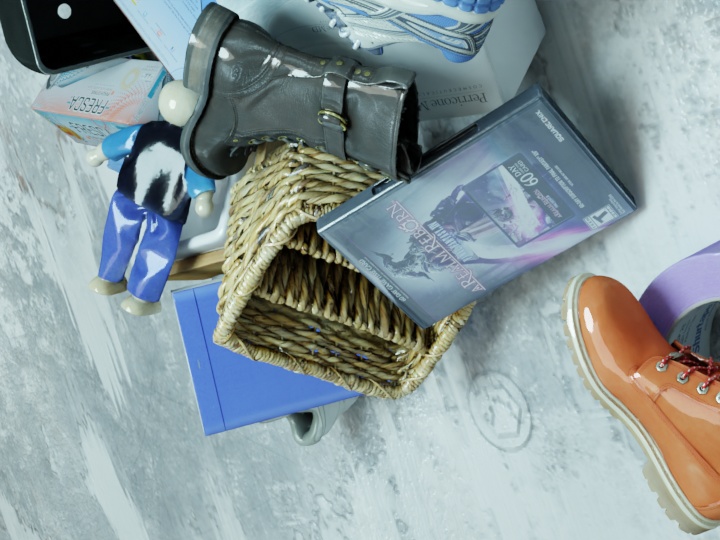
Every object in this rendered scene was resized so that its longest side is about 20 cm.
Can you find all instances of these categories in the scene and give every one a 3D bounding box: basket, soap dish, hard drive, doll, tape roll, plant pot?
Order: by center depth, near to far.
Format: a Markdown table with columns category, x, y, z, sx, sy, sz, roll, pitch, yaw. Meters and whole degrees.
| category | x | y | z | sx | sy | sz | roll | pitch | yaw |
| --- | --- | --- | --- | --- | --- | --- | --- | --- | --- |
| tape roll | 0.286 | 0.075 | 1.061 | 0.199 | 0.065 | 0.202 | 24 | 124 | 41 |
| basket | 0.000 | 0.000 | 1.210 | 0.142 | 0.199 | 0.150 | -30 | 47 | 47 |
| doll | -0.180 | -0.069 | 1.286 | 0.136 | 0.048 | 0.201 | 29 | 110 | 22 |
| hard drive | -0.057 | 0.058 | 1.339 | 0.025 | 0.198 | 0.133 | -141 | 38 | -74 |
| soap dish | -0.118 | -0.089 | 1.359 | 0.157 | 0.081 | 0.202 | -13 | 60 | 48 |
| plant pot | -0.262 | -0.296 | 1.411 | 0.177 | 0.198 | 0.202 | 5 | 111 | 59 |

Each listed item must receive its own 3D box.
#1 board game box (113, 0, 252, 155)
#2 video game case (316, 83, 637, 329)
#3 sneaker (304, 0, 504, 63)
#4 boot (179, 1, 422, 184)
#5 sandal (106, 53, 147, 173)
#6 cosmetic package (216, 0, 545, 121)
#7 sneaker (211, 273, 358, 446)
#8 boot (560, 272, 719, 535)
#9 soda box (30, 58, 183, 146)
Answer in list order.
| category | x | y | z | sx | sy | sz | roll | pitch | yaw |
| --- | --- | --- | --- | --- | --- | --- | --- | --- | --- |
| board game box | -0.130 | -0.202 | 1.278 | 0.200 | 0.019 | 0.103 | 53 | 122 | 19 |
| video game case | 0.087 | -0.042 | 1.129 | 0.199 | 0.143 | 0.019 | -31 | 40 | 21 |
| sneaker | -0.004 | -0.186 | 1.004 | 0.198 | 0.077 | 0.086 | 20 | 140 | 10 |
| boot | -0.040 | -0.101 | 1.086 | 0.173 | 0.070 | 0.200 | 22 | 154 | 8 |
| sandal | -0.248 | -0.171 | 1.523 | 0.200 | 0.087 | 0.080 | 53 | 142 | 20 |
| cosmetic package | 0.006 | -0.218 | 1.109 | 0.198 | 0.123 | 0.201 | -5 | 127 | 29 |
| sneaker | -0.077 | 0.087 | 1.382 | 0.078 | 0.100 | 0.200 | -8 | 133 | 45 |
| boot | 0.222 | 0.076 | 1.033 | 0.107 | 0.075 | 0.201 | -36 | 88 | 46 |
| soda box | -0.225 | -0.154 | 1.396 | 0.063 | 0.069 | 0.199 | 39 | 165 | -37 |
